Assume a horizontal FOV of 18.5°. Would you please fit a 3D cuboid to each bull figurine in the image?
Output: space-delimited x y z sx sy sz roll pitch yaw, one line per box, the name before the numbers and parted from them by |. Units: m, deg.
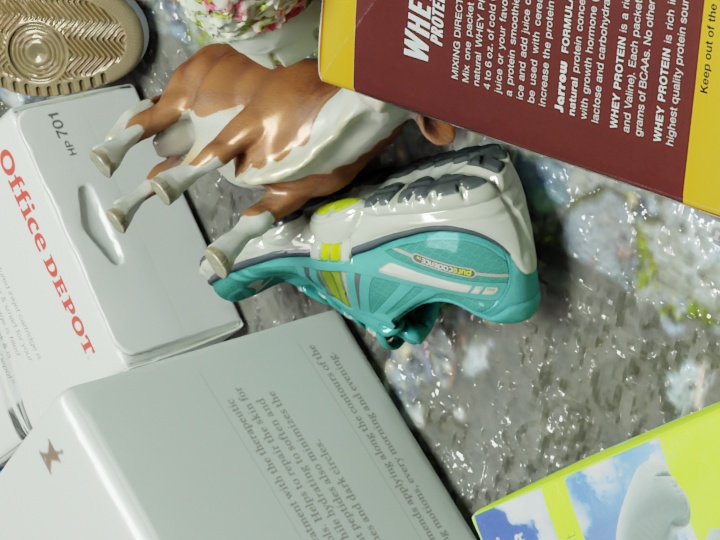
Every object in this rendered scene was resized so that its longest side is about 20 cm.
bull figurine | -0.045 -0.060 0.983 0.065 0.121 0.200 60 161 -20

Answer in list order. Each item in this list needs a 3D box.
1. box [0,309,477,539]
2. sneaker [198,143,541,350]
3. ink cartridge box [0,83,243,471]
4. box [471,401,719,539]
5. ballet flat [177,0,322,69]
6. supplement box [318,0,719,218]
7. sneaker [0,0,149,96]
box | -0.067 0.164 1.043 0.199 0.171 0.200 58 136 17
sneaker | 0.000 0.000 0.997 0.200 0.077 0.080 -7 109 49
ink cartridge box | -0.170 0.013 1.170 0.200 0.086 0.147 -33 78 46
box | 0.130 0.129 0.914 0.200 0.048 0.122 -31 79 46
ballet flat | -0.039 -0.117 0.906 0.064 0.076 0.200 61 180 -15
supplement box | 0.103 -0.149 0.792 0.200 0.133 0.198 22 117 41
sneaker | -0.195 -0.139 1.174 0.200 0.112 0.071 4 108 15
